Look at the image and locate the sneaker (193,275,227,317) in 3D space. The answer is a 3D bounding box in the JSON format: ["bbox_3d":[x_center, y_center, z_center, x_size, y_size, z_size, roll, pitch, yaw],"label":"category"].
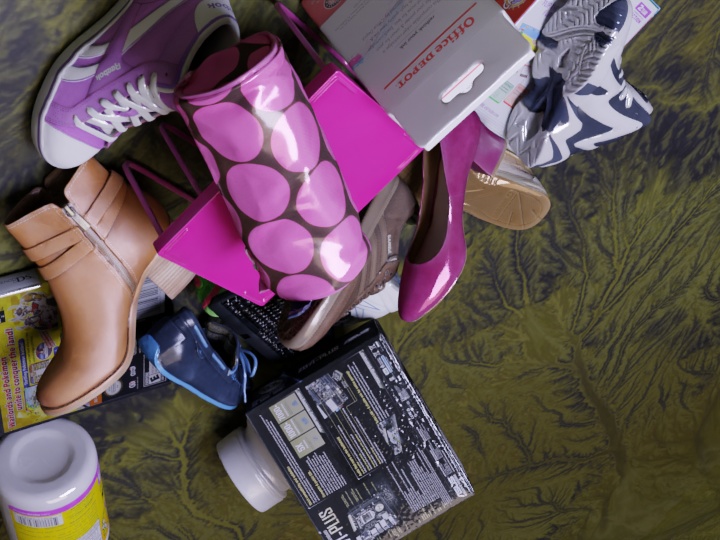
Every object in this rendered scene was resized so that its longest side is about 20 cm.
[{"bbox_3d":[-0.081,-0.034,1.085,0.083,0.077,0.200,3,141,-48],"label":"sneaker"}]

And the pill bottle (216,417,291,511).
[{"bbox_3d":[-0.057,0.177,1.303,0.199,0.115,0.114,-35,145,1],"label":"pill bottle"}]

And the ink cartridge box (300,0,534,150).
[{"bbox_3d":[0.052,-0.180,0.903,0.116,0.200,0.067,-41,144,11],"label":"ink cartridge box"}]

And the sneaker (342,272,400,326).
[{"bbox_3d":[-0.013,0.005,1.179,0.087,0.075,0.200,-30,144,5],"label":"sneaker"}]

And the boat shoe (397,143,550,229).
[{"bbox_3d":[0.097,-0.104,1.141,0.199,0.069,0.074,23,126,-26],"label":"boat shoe"}]

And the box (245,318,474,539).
[{"bbox_3d":[-0.001,0.181,1.207,0.163,0.201,0.086,-31,-171,2],"label":"box"}]

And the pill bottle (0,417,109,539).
[{"bbox_3d":[-0.315,0.247,1.187,0.104,0.105,0.201,-18,142,-21],"label":"pill bottle"}]

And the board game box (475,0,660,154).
[{"bbox_3d":[0.174,-0.215,1.096,0.200,0.040,0.153,-47,143,16],"label":"board game box"}]

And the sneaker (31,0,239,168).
[{"bbox_3d":[-0.169,-0.133,0.859,0.201,0.115,0.072,-47,144,19],"label":"sneaker"}]

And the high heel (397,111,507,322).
[{"bbox_3d":[0.061,-0.057,1.049,0.096,0.067,0.201,28,90,-35],"label":"high heel"}]

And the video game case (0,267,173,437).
[{"bbox_3d":[-0.265,0.064,1.084,0.180,0.026,0.201,-16,141,-24],"label":"video game case"}]

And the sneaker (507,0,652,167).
[{"bbox_3d":[0.230,-0.183,1.075,0.129,0.080,0.200,-12,139,-30],"label":"sneaker"}]

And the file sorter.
[{"bbox_3d":[-0.079,-0.099,0.956,0.200,0.126,0.139,-44,144,12],"label":"file sorter"}]

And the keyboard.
[{"bbox_3d":[-0.068,0.053,1.126,0.104,0.040,0.200,-27,156,5],"label":"keyboard"}]

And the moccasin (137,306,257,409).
[{"bbox_3d":[-0.143,0.088,1.136,0.068,0.080,0.200,-45,161,1],"label":"moccasin"}]

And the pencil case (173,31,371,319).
[{"bbox_3d":[-0.065,-0.069,0.831,0.093,0.091,0.201,-8,126,20],"label":"pencil case"}]

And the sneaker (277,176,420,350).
[{"bbox_3d":[0.000,0.000,1.062,0.075,0.070,0.201,41,67,-27],"label":"sneaker"}]

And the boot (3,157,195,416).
[{"bbox_3d":[-0.244,0.010,0.968,0.201,0.073,0.155,-54,131,-12],"label":"boot"}]
